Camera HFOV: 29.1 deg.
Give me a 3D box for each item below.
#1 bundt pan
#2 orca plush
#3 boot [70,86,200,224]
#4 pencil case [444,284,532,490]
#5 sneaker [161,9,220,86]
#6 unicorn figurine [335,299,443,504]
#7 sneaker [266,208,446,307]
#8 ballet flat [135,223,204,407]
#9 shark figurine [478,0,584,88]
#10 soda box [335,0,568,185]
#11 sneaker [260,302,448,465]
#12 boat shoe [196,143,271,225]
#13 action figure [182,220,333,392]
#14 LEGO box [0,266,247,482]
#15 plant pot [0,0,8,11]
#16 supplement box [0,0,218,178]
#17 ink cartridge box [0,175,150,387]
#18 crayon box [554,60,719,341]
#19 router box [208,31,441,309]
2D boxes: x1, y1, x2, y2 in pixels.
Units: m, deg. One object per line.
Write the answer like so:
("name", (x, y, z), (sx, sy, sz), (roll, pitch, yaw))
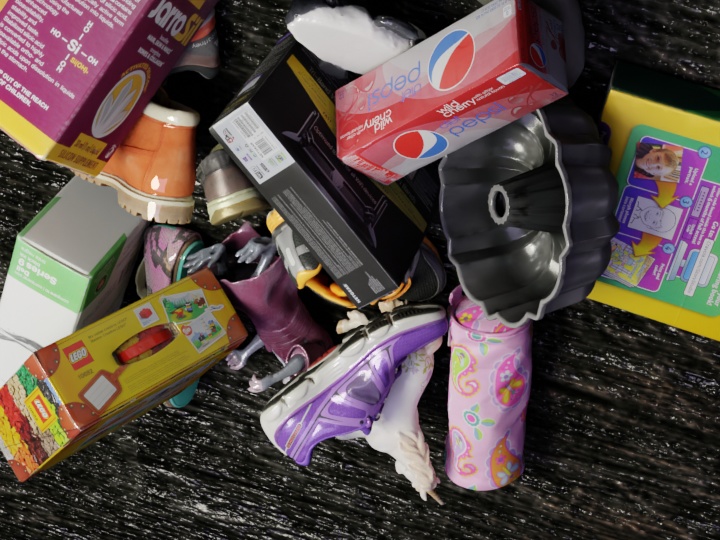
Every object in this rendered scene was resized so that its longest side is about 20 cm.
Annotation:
("bundt pan", (0.144, -0.058, 1.147), (0.075, 0.203, 0.204), (-8, 131, -26))
("orca plush", (0.031, -0.202, 1.147), (0.197, 0.072, 0.105), (11, 159, -15))
("boot", (-0.203, -0.121, 1.250), (0.199, 0.074, 0.109), (27, 113, 48))
("pencil case", (0.119, 0.110, 1.315), (0.086, 0.088, 0.202), (7, 124, 14))
("sneaker", (-0.215, -0.188, 1.238), (0.197, 0.078, 0.083), (-1, 129, 20))
("unicorn figurine", (0.027, 0.128, 1.331), (0.136, 0.074, 0.203), (23, 117, 21))
("sneaker", (0.000, 0.000, 1.248), (0.198, 0.078, 0.078), (17, 135, -37))
("ballet flat", (-0.195, 0.041, 1.393), (0.070, 0.069, 0.203), (22, 125, 26))
("shark figurine", (0.099, -0.233, 1.093), (0.212, 0.090, 0.129), (27, 125, -2))
("soda box", (0.068, -0.141, 1.098), (0.063, 0.071, 0.199), (21, 148, -40))
("sneaker", (0.003, 0.102, 1.274), (0.199, 0.081, 0.084), (-38, 97, 5))
("boat shoe", (-0.107, -0.082, 1.215), (0.071, 0.201, 0.067), (-15, 96, 0))
("action figure", (-0.077, 0.041, 1.348), (0.149, 0.134, 0.201), (-43, 123, -8))
("LEGO box", (-0.222, 0.093, 1.251), (0.078, 0.199, 0.149), (57, 138, 5))
("plant pot", (-0.343, -0.275, 1.162), (0.181, 0.202, 0.201), (19, 128, -14))
("supplement box", (-0.215, -0.189, 1.120), (0.103, 0.131, 0.201), (36, 93, 9))
("ink cartridge box", (-0.287, 0.023, 1.354), (0.083, 0.146, 0.201), (27, 126, 2))
("crayon box", (0.267, -0.055, 1.171), (0.170, 0.059, 0.202), (17, 126, 6))
("router box", (-0.020, -0.094, 1.178), (0.052, 0.158, 0.201), (-27, 111, 36))
